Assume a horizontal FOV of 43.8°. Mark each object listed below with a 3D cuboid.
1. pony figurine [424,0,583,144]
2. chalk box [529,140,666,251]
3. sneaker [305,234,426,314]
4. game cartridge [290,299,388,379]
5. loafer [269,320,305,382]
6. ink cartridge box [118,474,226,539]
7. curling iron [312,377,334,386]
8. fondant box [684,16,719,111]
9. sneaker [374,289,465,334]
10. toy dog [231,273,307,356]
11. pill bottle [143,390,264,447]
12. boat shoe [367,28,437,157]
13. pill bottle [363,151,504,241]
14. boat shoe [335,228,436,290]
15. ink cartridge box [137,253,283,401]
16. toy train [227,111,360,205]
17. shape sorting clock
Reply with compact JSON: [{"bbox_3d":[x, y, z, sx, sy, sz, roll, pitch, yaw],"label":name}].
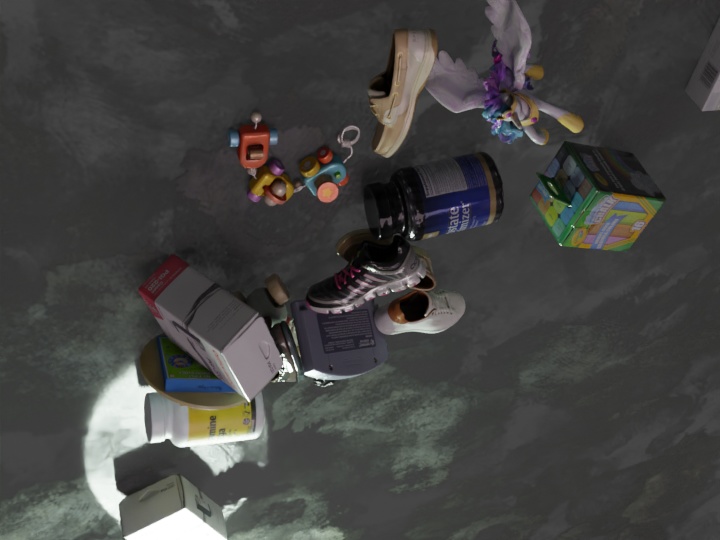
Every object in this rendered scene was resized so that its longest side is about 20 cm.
[{"bbox_3d":[0.199,-0.254,1.210,0.166,0.195,0.199,-43,156,29],"label":"pony figurine"},{"bbox_3d":[0.370,-0.120,1.469,0.197,0.126,0.125,4,134,-28],"label":"chalk box"},{"bbox_3d":[0.000,0.000,1.405,0.197,0.074,0.088,-19,124,5],"label":"sneaker"},{"bbox_3d":[-0.032,0.112,1.494,0.041,0.135,0.198,-24,166,37],"label":"game cartridge"},{"bbox_3d":[-0.129,0.142,1.434,0.062,0.073,0.201,-18,157,-5],"label":"loafer"},{"bbox_3d":[-0.384,0.517,1.848,0.144,0.086,0.201,-26,139,4],"label":"ink cartridge box"},{"bbox_3d":[-0.045,0.139,1.636,0.049,0.026,0.202,25,127,3],"label":"curling iron"},{"bbox_3d":[0.630,-0.332,1.407,0.197,0.059,0.146,-9,139,-19],"label":"fondant box"},{"bbox_3d":[0.124,0.068,1.569,0.198,0.074,0.084,-12,164,-38],"label":"sneaker"},{"bbox_3d":[-0.133,0.093,1.489,0.132,0.097,0.199,-40,138,22],"label":"toy dog"},{"bbox_3d":[-0.278,0.251,1.585,0.197,0.113,0.113,-3,137,-23],"label":"pill bottle"},{"bbox_3d":[0.042,-0.244,1.221,0.068,0.074,0.202,8,132,-16],"label":"boat shoe"},{"bbox_3d":[0.109,-0.108,1.366,0.197,0.113,0.113,-13,140,-12],"label":"pill bottle"},{"bbox_3d":[0.048,-0.014,1.480,0.198,0.065,0.072,13,129,-35],"label":"boat shoe"},{"bbox_3d":[-0.223,0.086,1.347,0.085,0.198,0.147,-47,147,-22],"label":"ink cartridge box"},{"bbox_3d":[-0.093,-0.148,1.269,0.197,0.056,0.152,-3,137,-22],"label":"toy train"},{"bbox_3d":[-0.251,0.155,1.423,0.197,0.200,0.040,2,117,-27],"label":"shape sorting clock"}]
